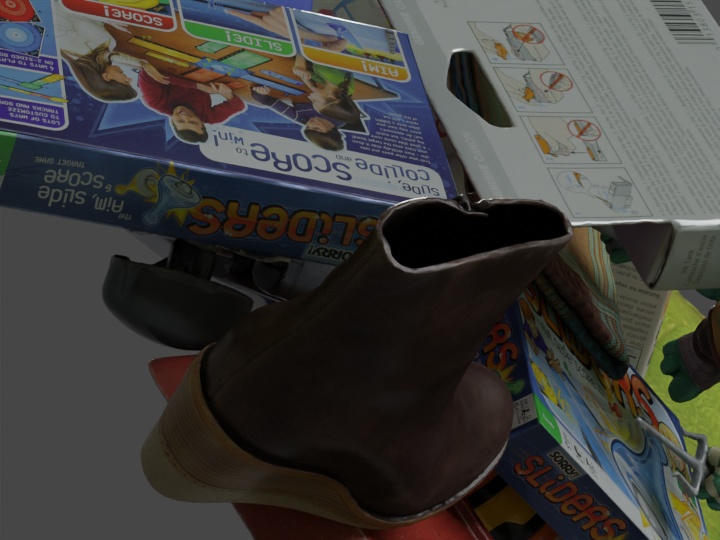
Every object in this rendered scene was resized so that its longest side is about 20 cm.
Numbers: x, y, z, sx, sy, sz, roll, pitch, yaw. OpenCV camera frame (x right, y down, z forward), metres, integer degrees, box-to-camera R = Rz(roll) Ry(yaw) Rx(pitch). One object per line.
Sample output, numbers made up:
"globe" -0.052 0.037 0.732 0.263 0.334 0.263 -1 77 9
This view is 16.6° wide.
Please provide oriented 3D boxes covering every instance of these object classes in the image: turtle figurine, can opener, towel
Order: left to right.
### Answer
"can opener" -0.045 0.010 1.065 0.053 0.067 0.200 15 -4 35
"towel" 0.086 -0.057 1.223 0.147 0.022 0.200 49 22 -35
"turtle figurine" 0.180 0.042 1.197 0.200 0.101 0.150 59 17 -68

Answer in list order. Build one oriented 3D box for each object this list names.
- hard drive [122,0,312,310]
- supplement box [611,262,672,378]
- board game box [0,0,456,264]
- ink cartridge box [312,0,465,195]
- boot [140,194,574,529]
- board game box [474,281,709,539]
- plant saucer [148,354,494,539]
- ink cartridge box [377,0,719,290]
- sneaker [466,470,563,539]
"hard drive" -0.073 -0.098 1.126 0.132 0.025 0.200 39 47 -45
"supplement box" 0.145 -0.003 1.422 0.073 0.200 0.126 17 16 4
"board game box" -0.067 -0.065 0.997 0.200 0.034 0.135 11 36 -19
"ink cartridge box" 0.004 -0.088 1.314 0.200 0.129 0.125 58 16 18
"boot" 0.029 0.033 0.931 0.200 0.166 0.072 -3 60 -47
"board game box" 0.108 0.079 1.184 0.200 0.034 0.135 46 25 -42
"plant saucer" 0.010 0.110 1.060 0.200 0.037 0.200 57 15 11
"ink cartridge box" 0.105 -0.068 1.135 0.173 0.044 0.200 -3 41 -20
"sneaker" 0.072 0.078 1.257 0.090 0.070 0.200 53 16 -17
